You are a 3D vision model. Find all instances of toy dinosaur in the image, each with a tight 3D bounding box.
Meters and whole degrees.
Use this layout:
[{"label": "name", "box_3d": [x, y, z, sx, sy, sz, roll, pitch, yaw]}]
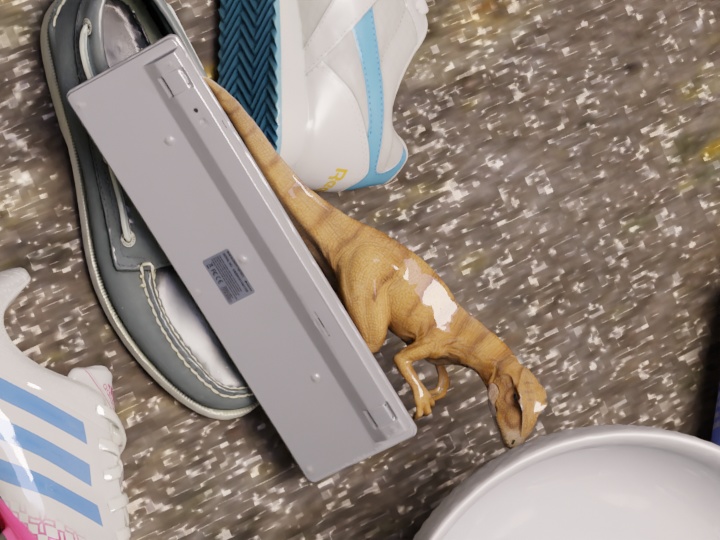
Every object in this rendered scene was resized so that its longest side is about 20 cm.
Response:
[{"label": "toy dinosaur", "box_3d": [0.000, 0.000, 0.990, 0.200, 0.106, 0.060, 41, 47, 1]}]

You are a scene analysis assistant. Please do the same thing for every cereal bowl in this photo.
[{"label": "cereal bowl", "box_3d": [0.101, 0.161, 0.965, 0.198, 0.083, 0.202, 0, 91, -8]}]

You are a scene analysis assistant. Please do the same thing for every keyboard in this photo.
[{"label": "keyboard", "box_3d": [-0.048, -0.001, 0.962, 0.201, 0.056, 0.011, 59, 26, -15]}]

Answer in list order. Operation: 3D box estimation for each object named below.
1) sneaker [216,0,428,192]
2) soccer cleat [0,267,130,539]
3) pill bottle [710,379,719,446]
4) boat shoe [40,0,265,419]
[{"label": "sneaker", "box_3d": [-0.015, -0.135, 1.033, 0.080, 0.076, 0.202, 6, 85, -31]}, {"label": "soccer cleat", "box_3d": [-0.120, 0.091, 0.948, 0.086, 0.070, 0.201, -32, 95, -24]}, {"label": "pill bottle", "box_3d": [0.224, 0.058, 1.080, 0.111, 0.112, 0.202, 15, 77, -20]}, {"label": "boat shoe", "box_3d": [-0.082, -0.032, 0.988, 0.072, 0.062, 0.202, -20, 91, -26]}]
